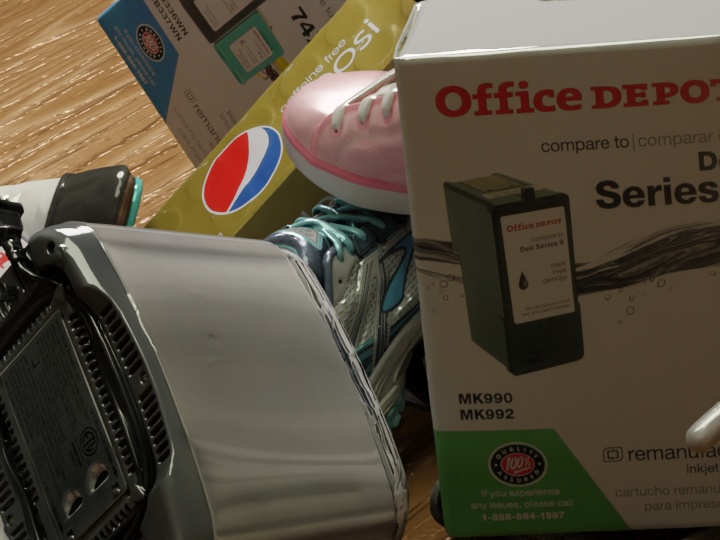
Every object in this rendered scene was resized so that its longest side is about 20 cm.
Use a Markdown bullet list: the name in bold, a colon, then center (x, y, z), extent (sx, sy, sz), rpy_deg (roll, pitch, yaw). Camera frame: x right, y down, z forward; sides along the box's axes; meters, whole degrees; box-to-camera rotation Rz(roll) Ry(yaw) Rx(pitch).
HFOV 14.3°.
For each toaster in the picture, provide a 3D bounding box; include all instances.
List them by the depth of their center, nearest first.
- **toaster**: center (-0.071, 0.062, 1.113), extent (0.129, 0.200, 0.114), rpy_deg (2, -37, -43)

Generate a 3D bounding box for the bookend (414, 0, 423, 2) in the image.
- **bookend**: center (0.132, -0.176, 1.269), extent (0.200, 0.092, 0.199), rpy_deg (-33, 45, -27)

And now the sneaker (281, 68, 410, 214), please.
- **sneaker**: center (0.042, -0.073, 1.214), extent (0.200, 0.105, 0.075), rpy_deg (23, 47, 39)

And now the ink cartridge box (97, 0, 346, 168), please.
- **ink cartridge box**: center (-0.014, -0.152, 1.617), extent (0.146, 0.147, 0.200), rpy_deg (-33, -1, -45)

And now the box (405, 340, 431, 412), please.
- **box**: center (0.007, -0.025, 1.396), extent (0.200, 0.044, 0.160), rpy_deg (16, 71, 53)

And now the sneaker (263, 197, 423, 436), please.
- **sneaker**: center (0.000, 0.000, 1.264), extent (0.077, 0.086, 0.200), rpy_deg (0, 55, 44)

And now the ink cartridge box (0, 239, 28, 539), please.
- **ink cartridge box**: center (-0.176, 0.078, 1.177), extent (0.145, 0.084, 0.200), rpy_deg (38, 39, 8)

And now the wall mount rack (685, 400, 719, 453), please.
- **wall mount rack**: center (0.211, 0.056, 1.034), extent (0.075, 0.200, 0.174), rpy_deg (-44, -5, 36)

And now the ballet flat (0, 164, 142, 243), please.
- **ballet flat**: center (-0.157, -0.005, 1.427), extent (0.068, 0.068, 0.200), rpy_deg (16, -22, -8)

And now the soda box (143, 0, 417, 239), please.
- **soda box**: center (-0.014, -0.056, 1.353), extent (0.200, 0.064, 0.068), rpy_deg (-48, 35, 2)

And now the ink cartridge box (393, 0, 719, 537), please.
- **ink cartridge box**: center (0.095, -0.006, 1.109), extent (0.146, 0.201, 0.084), rpy_deg (-4, 20, 10)

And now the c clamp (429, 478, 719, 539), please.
- **c clamp**: center (0.098, 0.098, 1.147), extent (0.171, 0.027, 0.200), rpy_deg (-21, 22, -23)
